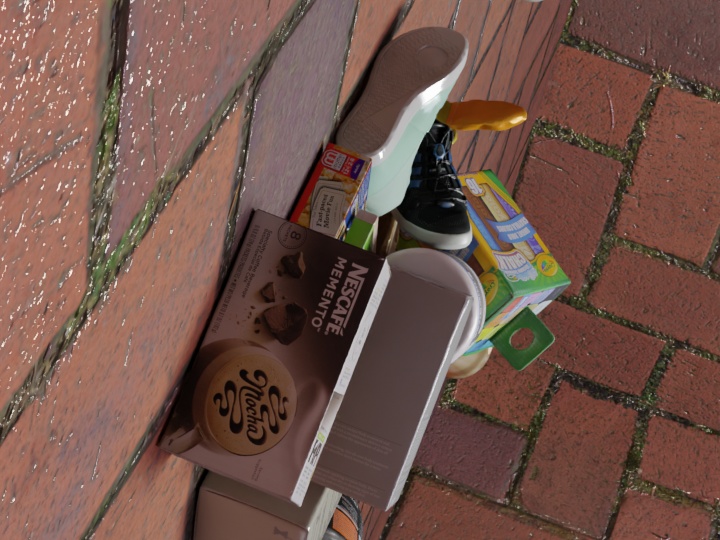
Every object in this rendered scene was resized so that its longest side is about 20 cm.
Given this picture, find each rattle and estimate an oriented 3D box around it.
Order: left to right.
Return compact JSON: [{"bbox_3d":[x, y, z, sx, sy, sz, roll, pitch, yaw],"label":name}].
[{"bbox_3d":[0.080,-0.097,1.806,0.130,0.142,0.201,-117,-139,-81],"label":"rattle"}]

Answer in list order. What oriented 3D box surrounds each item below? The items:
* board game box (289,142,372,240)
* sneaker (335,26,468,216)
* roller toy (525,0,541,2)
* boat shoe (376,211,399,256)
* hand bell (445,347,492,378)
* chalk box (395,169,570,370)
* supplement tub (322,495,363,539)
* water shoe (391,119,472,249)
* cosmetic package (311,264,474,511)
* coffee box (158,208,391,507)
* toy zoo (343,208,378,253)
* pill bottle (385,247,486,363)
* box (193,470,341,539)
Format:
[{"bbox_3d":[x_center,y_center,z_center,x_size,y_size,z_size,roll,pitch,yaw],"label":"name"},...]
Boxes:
[{"bbox_3d":[-0.050,0.010,1.495,0.152,0.046,0.201,97,15,-61],"label":"board game box"},{"bbox_3d":[0.036,-0.139,1.597,0.201,0.073,0.119,-53,158,-31],"label":"sneaker"},{"bbox_3d":[0.127,-0.337,1.477,0.201,0.139,0.183,-65,161,-12],"label":"roller toy"},{"bbox_3d":[0.000,0.000,1.717,0.069,0.073,0.201,54,56,-74],"label":"boat shoe"},{"bbox_3d":[0.050,0.077,1.810,0.200,0.104,0.105,-7,121,-56],"label":"hand bell"},{"bbox_3d":[0.124,0.011,1.771,0.125,0.200,0.124,-45,160,32],"label":"chalk box"},{"bbox_3d":[-0.058,0.309,1.819,0.200,0.122,0.123,-84,-168,-76],"label":"supplement tub"},{"bbox_3d":[0.060,-0.104,1.648,0.200,0.071,0.079,-115,-149,-43],"label":"water shoe"},{"bbox_3d":[0.016,0.096,1.458,0.090,0.106,0.201,29,84,-82],"label":"cosmetic package"},{"bbox_3d":[-0.063,0.068,1.312,0.080,0.112,0.201,71,41,-78],"label":"coffee box"},{"bbox_3d":[-0.032,0.058,1.491,0.131,0.020,0.201,92,20,-69],"label":"toy zoo"},{"bbox_3d":[0.062,0.036,1.598,0.200,0.113,0.114,2,109,-83],"label":"pill bottle"},{"bbox_3d":[-0.068,0.179,1.583,0.128,0.108,0.200,102,12,-50],"label":"box"}]
